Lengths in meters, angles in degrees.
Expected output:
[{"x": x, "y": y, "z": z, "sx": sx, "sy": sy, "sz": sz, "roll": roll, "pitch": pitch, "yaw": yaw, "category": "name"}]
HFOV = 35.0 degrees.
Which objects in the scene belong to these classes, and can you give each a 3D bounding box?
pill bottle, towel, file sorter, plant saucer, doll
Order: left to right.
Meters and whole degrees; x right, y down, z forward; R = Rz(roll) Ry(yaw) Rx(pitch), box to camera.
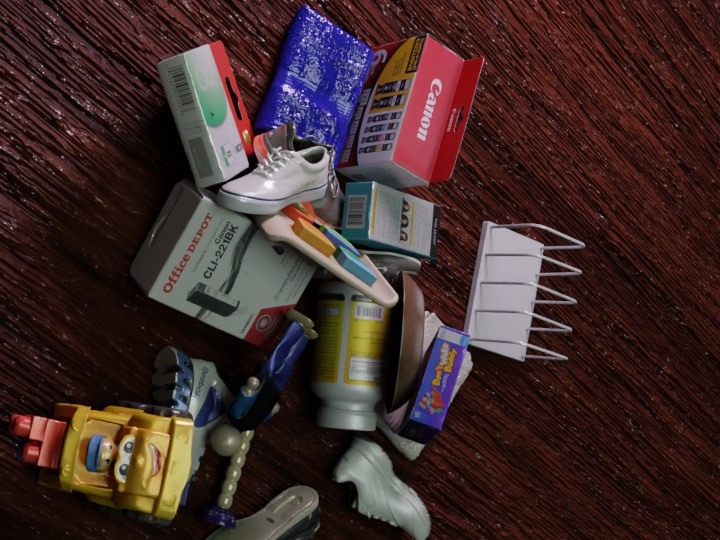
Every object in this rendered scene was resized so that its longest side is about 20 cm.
[{"x": -0.124, "y": 0.152, "z": 1.465, "sx": 0.201, "sy": 0.048, "sz": 0.137, "roll": -57, "pitch": 162, "yaw": -18, "category": "doll"}, {"x": -0.059, "y": -0.256, "z": 1.620, "sx": 0.147, "sy": 0.049, "sz": 0.202, "roll": 28, "pitch": 72, "yaw": -36, "category": "towel"}, {"x": -0.012, "y": 0.121, "z": 1.611, "sx": 0.112, "sy": 0.112, "sz": 0.203, "roll": 9, "pitch": 84, "yaw": -38, "category": "pill bottle"}, {"x": 0.063, "y": 0.102, "z": 1.607, "sx": 0.036, "sy": 0.200, "sz": 0.203, "roll": 5, "pitch": 85, "yaw": -3, "category": "plant saucer"}, {"x": 0.090, "y": 0.174, "z": 1.743, "sx": 0.133, "sy": 0.034, "sz": 0.201, "roll": 47, "pitch": 62, "yaw": -27, "category": "towel"}, {"x": 0.268, "y": 0.035, "z": 1.831, "sx": 0.138, "sy": 0.124, "sz": 0.202, "roll": 19, "pitch": 77, "yaw": -37, "category": "file sorter"}]

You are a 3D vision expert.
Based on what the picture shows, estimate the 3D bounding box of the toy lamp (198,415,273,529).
[{"x": -0.159, "y": 0.240, "z": 1.528, "sx": 0.058, "sy": 0.058, "sz": 0.202, "roll": 26, "pitch": 76, "yaw": -35, "category": "toy lamp"}]

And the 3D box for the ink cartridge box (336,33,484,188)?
[{"x": 0.071, "y": -0.227, "z": 1.643, "sx": 0.083, "sy": 0.175, "sz": 0.202, "roll": 25, "pitch": 73, "yaw": -35, "category": "ink cartridge box"}]

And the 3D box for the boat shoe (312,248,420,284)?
[{"x": 0.000, "y": 0.000, "z": 1.650, "sx": 0.198, "sy": 0.067, "sz": 0.058, "roll": 11, "pitch": 72, "yaw": -32, "category": "boat shoe"}]

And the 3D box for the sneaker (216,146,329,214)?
[{"x": -0.110, "y": -0.120, "z": 1.450, "sx": 0.199, "sy": 0.072, "sz": 0.072, "roll": -24, "pitch": 128, "yaw": -56, "category": "sneaker"}]

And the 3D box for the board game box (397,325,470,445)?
[{"x": 0.102, "y": 0.166, "z": 1.615, "sx": 0.044, "sy": 0.200, "sz": 0.136, "roll": 19, "pitch": 75, "yaw": 2, "category": "board game box"}]

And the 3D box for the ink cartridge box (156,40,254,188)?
[{"x": -0.176, "y": -0.210, "z": 1.466, "sx": 0.200, "sy": 0.050, "sz": 0.163, "roll": -46, "pitch": 121, "yaw": -62, "category": "ink cartridge box"}]

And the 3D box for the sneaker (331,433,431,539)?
[{"x": 0.029, "y": 0.332, "z": 1.679, "sx": 0.087, "sy": 0.074, "sz": 0.201, "roll": -44, "pitch": 109, "yaw": -17, "category": "sneaker"}]

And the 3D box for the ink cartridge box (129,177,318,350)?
[{"x": -0.174, "y": -0.006, "z": 1.474, "sx": 0.199, "sy": 0.084, "sz": 0.145, "roll": 28, "pitch": 95, "yaw": -34, "category": "ink cartridge box"}]

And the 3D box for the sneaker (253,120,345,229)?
[{"x": -0.059, "y": -0.131, "z": 1.573, "sx": 0.200, "sy": 0.082, "sz": 0.078, "roll": 40, "pitch": 25, "yaw": -41, "category": "sneaker"}]

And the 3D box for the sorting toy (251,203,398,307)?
[{"x": -0.051, "y": -0.038, "z": 1.485, "sx": 0.199, "sy": 0.185, "sz": 0.037, "roll": 30, "pitch": 101, "yaw": -27, "category": "sorting toy"}]

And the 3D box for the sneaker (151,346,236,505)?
[{"x": -0.207, "y": 0.203, "z": 1.473, "sx": 0.114, "sy": 0.080, "sz": 0.202, "roll": 8, "pitch": 83, "yaw": -36, "category": "sneaker"}]

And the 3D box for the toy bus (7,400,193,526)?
[{"x": -0.307, "y": 0.209, "z": 1.326, "sx": 0.190, "sy": 0.199, "sz": 0.137, "roll": 19, "pitch": 77, "yaw": -29, "category": "toy bus"}]

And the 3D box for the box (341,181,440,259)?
[{"x": 0.047, "y": -0.070, "z": 1.663, "sx": 0.199, "sy": 0.049, "sz": 0.083, "roll": 14, "pitch": 79, "yaw": -57, "category": "box"}]

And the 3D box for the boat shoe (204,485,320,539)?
[{"x": -0.136, "y": 0.366, "z": 1.538, "sx": 0.199, "sy": 0.072, "sz": 0.068, "roll": -25, "pitch": 129, "yaw": -31, "category": "boat shoe"}]
